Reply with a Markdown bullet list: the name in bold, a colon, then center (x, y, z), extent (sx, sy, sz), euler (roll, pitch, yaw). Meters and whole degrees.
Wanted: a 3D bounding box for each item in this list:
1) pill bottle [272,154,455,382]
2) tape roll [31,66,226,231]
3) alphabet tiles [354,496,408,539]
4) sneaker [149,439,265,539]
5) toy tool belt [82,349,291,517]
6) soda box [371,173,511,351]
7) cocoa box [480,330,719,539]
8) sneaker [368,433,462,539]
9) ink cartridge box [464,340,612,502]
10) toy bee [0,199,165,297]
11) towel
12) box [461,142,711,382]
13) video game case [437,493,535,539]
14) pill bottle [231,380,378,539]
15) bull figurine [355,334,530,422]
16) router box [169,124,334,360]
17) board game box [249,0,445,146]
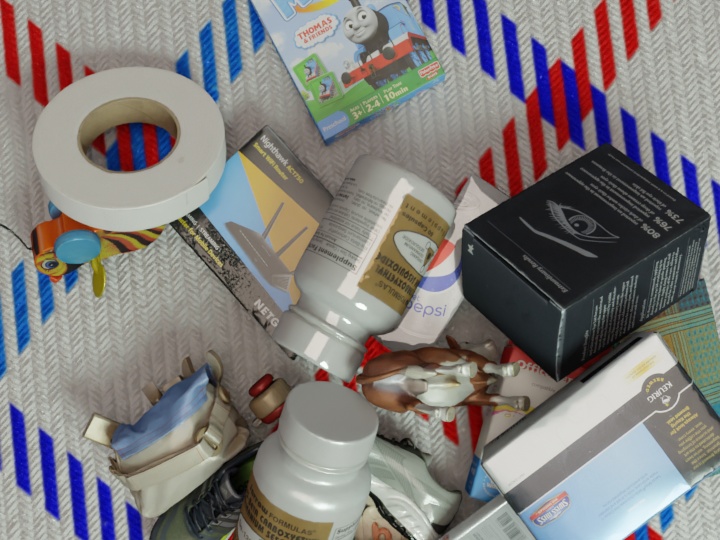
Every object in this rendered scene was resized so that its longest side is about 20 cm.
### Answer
- **pill bottle**: center (0.000, 0.000, 1.075), extent (0.113, 0.114, 0.202), euler (29, 85, 3)
- **tape roll**: center (-0.237, -0.129, 1.137), extent (0.200, 0.037, 0.205), euler (2, 53, -2)
- **alphabet tiles**: center (-0.014, 0.302, 1.161), extent (0.197, 0.015, 0.199), euler (-6, 83, 1)
- **sneaker**: center (-0.141, 0.231, 1.131), extent (0.199, 0.081, 0.074), euler (-39, 75, 0)
- **toy tool belt**: center (-0.176, 0.146, 1.125), extent (0.199, 0.125, 0.123), euler (-39, 94, -2)
- **soda box**: center (0.089, 0.002, 1.154), extent (0.063, 0.068, 0.201), euler (32, 88, 4)
- **cocoa box**: center (0.229, 0.168, 1.027), extent (0.199, 0.133, 0.132), euler (-38, 83, 4)
- **sneaker**: center (0.021, 0.196, 1.135), extent (0.200, 0.074, 0.079), euler (44, 77, 0)
- **ink cartridge box**: center (0.191, 0.151, 1.140), extent (0.115, 0.067, 0.203), euler (16, 86, 2)
- **toy bee**: center (-0.304, -0.036, 1.156), extent (0.197, 0.109, 0.132), euler (9, 60, -3)
- **towel**: center (0.326, 0.117, 1.134), extent (0.145, 0.022, 0.203), euler (-9, 83, -30)
- **box**: center (0.217, -0.013, 1.075), extent (0.198, 0.105, 0.148), euler (-29, 49, -20)
- **video game case**: center (0.105, 0.328, 1.113), extent (0.199, 0.018, 0.144), euler (-37, 117, 4)
- **pill bottle**: center (-0.051, 0.212, 1.038), extent (0.113, 0.115, 0.202), euler (19, 118, 3)
- **bull figurine**: center (0.088, 0.104, 1.057), extent (0.120, 0.198, 0.066), euler (4, 97, 44)
- **router box**: center (-0.086, -0.029, 1.167), extent (0.149, 0.051, 0.200), euler (-43, 87, -4)
- **board game box**: center (-0.020, -0.261, 1.190), extent (0.150, 0.037, 0.202), euler (-29, 85, 0)
